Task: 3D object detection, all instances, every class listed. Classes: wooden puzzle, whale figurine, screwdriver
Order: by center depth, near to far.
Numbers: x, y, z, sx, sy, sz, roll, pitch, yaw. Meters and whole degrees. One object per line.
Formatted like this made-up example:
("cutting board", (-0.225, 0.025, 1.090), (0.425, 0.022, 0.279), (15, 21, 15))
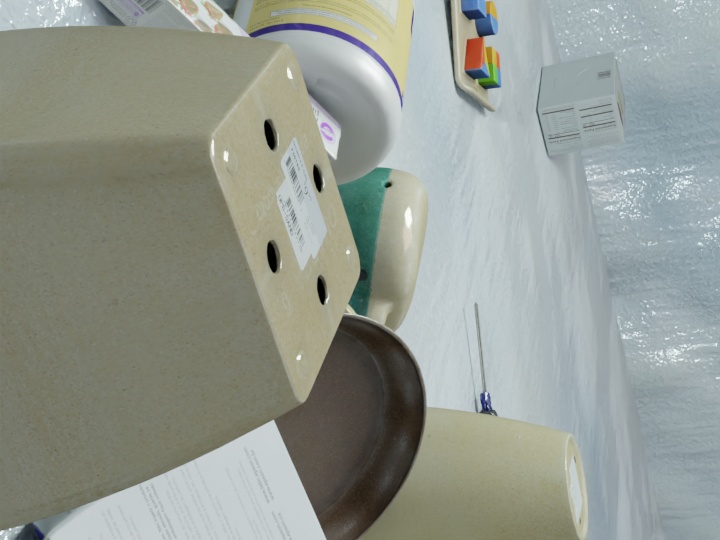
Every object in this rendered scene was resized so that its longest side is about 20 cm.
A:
("whale figurine", (0.000, 0.000, 1.085), (0.159, 0.103, 0.200), (-76, 176, -48))
("screwdriver", (0.159, 0.142, 1.563), (0.029, 0.028, 0.201), (137, -53, -75))
("wooden puzzle", (0.175, -0.350, 1.804), (0.185, 0.046, 0.201), (9, 73, -71))

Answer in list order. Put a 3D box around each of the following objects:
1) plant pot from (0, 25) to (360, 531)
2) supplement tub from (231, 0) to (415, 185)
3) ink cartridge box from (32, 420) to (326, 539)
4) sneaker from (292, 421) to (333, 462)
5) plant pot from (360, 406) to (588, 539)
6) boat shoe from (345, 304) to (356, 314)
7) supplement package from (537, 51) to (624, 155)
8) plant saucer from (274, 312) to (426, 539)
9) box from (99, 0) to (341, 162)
("plant pot", (-0.111, -0.013, 0.598), (0.200, 0.176, 0.200), (-65, 142, -58))
("supplement tub", (-0.032, -0.181, 0.956), (0.146, 0.145, 0.200), (63, 26, -43))
("ink cartridge box", (-0.096, 0.197, 0.666), (0.200, 0.041, 0.200), (-33, 107, -40))
("sneaker", (-0.068, 0.077, 0.839), (0.200, 0.080, 0.087), (63, 24, -45))
("plant pot", (0.095, 0.201, 1.073), (0.187, 0.199, 0.188), (-9, 90, -72))
("boat shoe", (-0.025, 0.121, 0.962), (0.072, 0.072, 0.201), (-11, 98, -73))
("supplement package", (0.450, -0.338, 2.443), (0.200, 0.155, 0.111), (-73, 149, -53))
("plant saucer", (-0.048, 0.112, 0.781), (0.032, 0.200, 0.201), (40, -22, 50))
("box", (-0.092, -0.140, 0.827), (0.200, 0.041, 0.039), (41, 38, -32))
